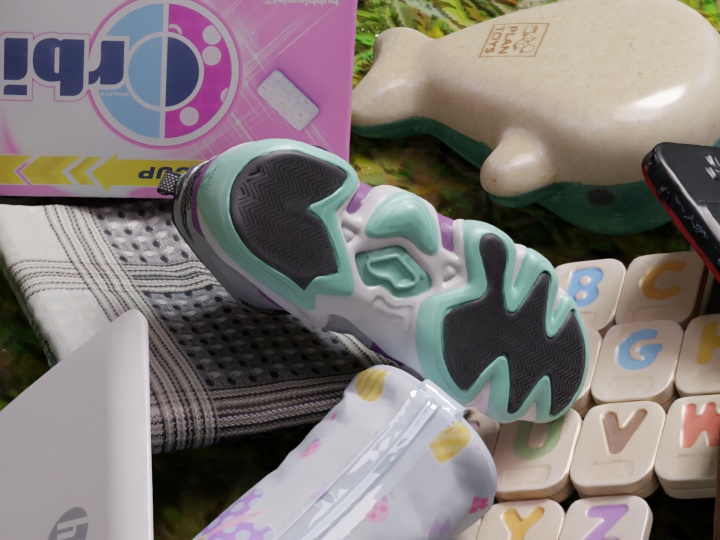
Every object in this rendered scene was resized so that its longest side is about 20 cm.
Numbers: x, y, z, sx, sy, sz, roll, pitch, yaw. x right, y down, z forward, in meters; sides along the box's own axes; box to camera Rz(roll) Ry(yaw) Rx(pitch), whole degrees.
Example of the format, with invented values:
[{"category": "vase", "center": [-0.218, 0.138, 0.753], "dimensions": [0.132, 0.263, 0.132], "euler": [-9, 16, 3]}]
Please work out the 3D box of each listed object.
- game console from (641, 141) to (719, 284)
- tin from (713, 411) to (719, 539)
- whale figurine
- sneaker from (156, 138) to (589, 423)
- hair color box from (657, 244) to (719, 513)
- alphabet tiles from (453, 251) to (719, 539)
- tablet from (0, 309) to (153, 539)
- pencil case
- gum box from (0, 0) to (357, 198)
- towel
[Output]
[{"category": "game console", "center": [0.253, -0.010, 1.190], "dimensions": [0.172, 0.119, 0.200], "euler": [2, 47, -51]}, {"category": "tin", "center": [0.198, 0.075, 1.067], "dimensions": [0.111, 0.042, 0.201], "euler": [5, 47, 4]}, {"category": "whale figurine", "center": [0.095, -0.077, 1.375], "dimensions": [0.199, 0.104, 0.159], "euler": [4, 43, 19]}, {"category": "sneaker", "center": [0.000, 0.000, 1.191], "dimensions": [0.200, 0.140, 0.078], "euler": [34, 79, -22]}, {"category": "hair color box", "center": [0.191, 0.012, 1.304], "dimensions": [0.060, 0.100, 0.201], "euler": [22, 46, 0]}, {"category": "alphabet tiles", "center": [0.084, 0.065, 1.198], "dimensions": [0.199, 0.015, 0.196], "euler": [-6, 43, 28]}, {"category": "tablet", "center": [-0.128, 0.122, 1.087], "dimensions": [0.014, 0.130, 0.201], "euler": [29, 38, -33]}, {"category": "pencil case", "center": [-0.032, 0.127, 1.107], "dimensions": [0.083, 0.091, 0.200], "euler": [32, 59, 26]}, {"category": "gum box", "center": [-0.104, -0.097, 1.270], "dimensions": [0.199, 0.114, 0.066], "euler": [1, 17, -8]}, {"category": "towel", "center": [-0.065, 0.009, 1.238], "dimensions": [0.192, 0.035, 0.200], "euler": [-7, 36, -23]}]
